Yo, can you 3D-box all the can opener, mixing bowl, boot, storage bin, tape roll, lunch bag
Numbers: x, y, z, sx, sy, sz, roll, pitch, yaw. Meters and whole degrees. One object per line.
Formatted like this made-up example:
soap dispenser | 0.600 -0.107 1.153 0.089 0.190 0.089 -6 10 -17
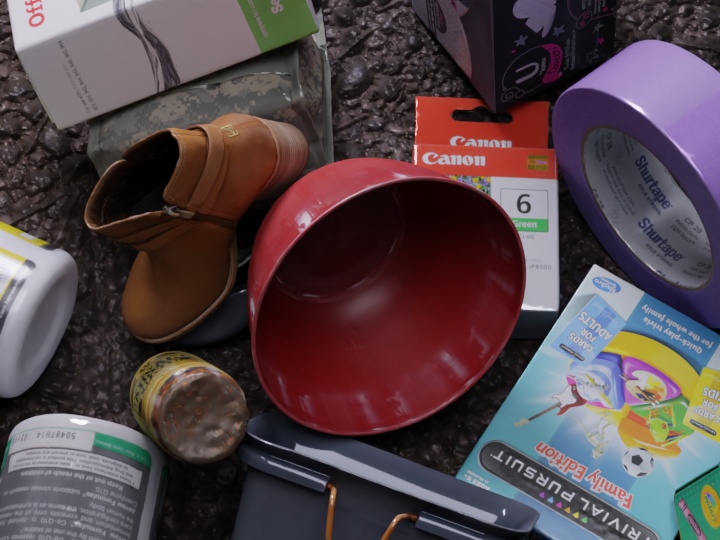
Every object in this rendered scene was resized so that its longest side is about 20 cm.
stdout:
can opener | -0.051 -0.007 1.707 0.199 0.053 0.067 -23 98 -2
mixing bowl | 0.000 0.000 1.608 0.199 0.201 0.108 -23 39 -13
boot | -0.131 -0.024 1.589 0.200 0.155 0.077 -45 72 25
storage bin | 0.000 0.193 1.555 0.199 0.146 0.135 19 95 8
tape roll | 0.223 -0.060 1.665 0.066 0.200 0.200 -34 69 -18
lunch bag | -0.107 -0.139 1.728 0.163 0.118 0.200 -12 44 8

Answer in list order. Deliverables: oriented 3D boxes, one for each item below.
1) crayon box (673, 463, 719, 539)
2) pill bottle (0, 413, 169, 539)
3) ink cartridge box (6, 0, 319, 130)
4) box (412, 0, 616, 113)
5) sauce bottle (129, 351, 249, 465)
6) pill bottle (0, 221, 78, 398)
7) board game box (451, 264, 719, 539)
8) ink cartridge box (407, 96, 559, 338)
crayon box | 0.285 0.233 1.569 0.118 0.058 0.201 9 60 -29
pill bottle | -0.196 0.206 1.563 0.113 0.113 0.201 8 62 2
ink cartridge box | -0.144 -0.203 1.659 0.199 0.084 0.146 -20 47 4
box | 0.108 -0.240 1.747 0.114 0.200 0.132 -26 57 -15
sauce bottle | -0.122 0.087 1.584 0.066 0.200 0.066 -1 92 -15
pill bottle | -0.307 0.002 1.665 0.199 0.112 0.112 24 64 10
board game box | 0.177 0.115 1.660 0.151 0.047 0.200 29 65 13
ink cartridge box | 0.090 -0.051 1.740 0.108 0.050 0.201 2 63 0
